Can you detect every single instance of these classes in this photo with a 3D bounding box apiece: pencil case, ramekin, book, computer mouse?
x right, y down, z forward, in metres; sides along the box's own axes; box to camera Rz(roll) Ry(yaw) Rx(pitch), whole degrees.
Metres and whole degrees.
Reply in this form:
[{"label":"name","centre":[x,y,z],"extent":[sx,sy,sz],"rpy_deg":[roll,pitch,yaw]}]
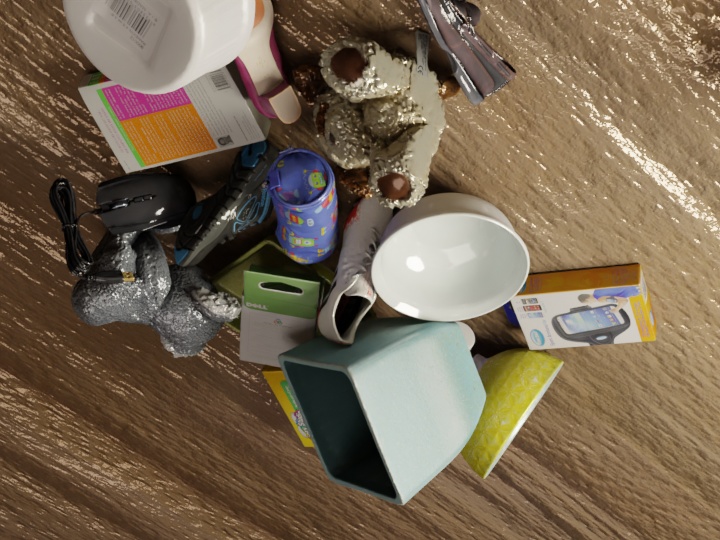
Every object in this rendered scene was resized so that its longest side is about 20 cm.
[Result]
[{"label":"pencil case","centre":[-0.071,-0.076,1.621],"extent":[0.086,0.079,0.200],"rpy_deg":[1,159,3]},{"label":"ramekin","centre":[-0.220,-0.286,1.403],"extent":[0.199,0.098,0.202],"rpy_deg":[15,127,20]},{"label":"book","centre":[-0.226,-0.198,1.605],"extent":[0.198,0.048,0.134],"rpy_deg":[-8,134,22]},{"label":"computer mouse","centre":[-0.283,-0.057,1.661],"extent":[0.198,0.142,0.046],"rpy_deg":[-5,169,-34]}]

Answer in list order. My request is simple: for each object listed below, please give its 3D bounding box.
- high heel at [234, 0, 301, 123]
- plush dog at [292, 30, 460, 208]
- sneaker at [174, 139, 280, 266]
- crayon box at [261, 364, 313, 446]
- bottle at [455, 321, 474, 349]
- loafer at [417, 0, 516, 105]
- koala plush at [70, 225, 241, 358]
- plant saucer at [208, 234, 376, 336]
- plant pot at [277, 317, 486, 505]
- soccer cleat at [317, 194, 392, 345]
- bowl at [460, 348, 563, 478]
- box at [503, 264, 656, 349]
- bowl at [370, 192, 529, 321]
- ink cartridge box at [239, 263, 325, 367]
[{"label":"high heel","centre":[-0.125,-0.263,1.506],"extent":[0.067,0.096,0.201],"rpy_deg":[-34,118,-8]},{"label":"plush dog","centre":[0.012,-0.177,1.518],"extent":[0.171,0.160,0.201],"rpy_deg":[-9,110,45]},{"label":"sneaker","centre":[-0.156,-0.071,1.671],"extent":[0.082,0.073,0.200],"rpy_deg":[31,112,-37]},{"label":"crayon box","centre":[-0.034,0.189,2.003],"extent":[0.171,0.059,0.201],"rpy_deg":[-3,138,20]},{"label":"bottle","centre":[0.107,0.146,1.892],"extent":[0.065,0.084,0.201],"rpy_deg":[23,141,-3]},{"label":"loafer","centre":[0.110,-0.264,1.426],"extent":[0.063,0.072,0.200],"rpy_deg":[-24,138,11]},{"label":"koala plush","centre":[-0.265,0.032,1.763],"extent":[0.199,0.185,0.177],"rpy_deg":[36,137,-15]},{"label":"plant saucer","centre":[-0.108,0.033,1.844],"extent":[0.199,0.048,0.199],"rpy_deg":[35,136,-25]},{"label":"plant pot","centre":[0.046,0.157,1.738],"extent":[0.196,0.199,0.197],"rpy_deg":[3,119,59]},{"label":"soccer cleat","centre":[0.000,0.000,1.684],"extent":[0.068,0.085,0.202],"rpy_deg":[18,99,-22]},{"label":"bowl","centre":[0.185,0.180,1.853],"extent":[0.107,0.200,0.201],"rpy_deg":[34,142,11]},{"label":"box","centre":[0.286,0.052,1.766],"extent":[0.198,0.042,0.119],"rpy_deg":[-8,137,20]},{"label":"bowl","centre":[0.110,-0.033,1.659],"extent":[0.199,0.091,0.202],"rpy_deg":[-1,139,-1]},{"label":"ink cartridge box","centre":[-0.106,0.050,1.778],"extent":[0.103,0.060,0.201],"rpy_deg":[11,141,2]}]
